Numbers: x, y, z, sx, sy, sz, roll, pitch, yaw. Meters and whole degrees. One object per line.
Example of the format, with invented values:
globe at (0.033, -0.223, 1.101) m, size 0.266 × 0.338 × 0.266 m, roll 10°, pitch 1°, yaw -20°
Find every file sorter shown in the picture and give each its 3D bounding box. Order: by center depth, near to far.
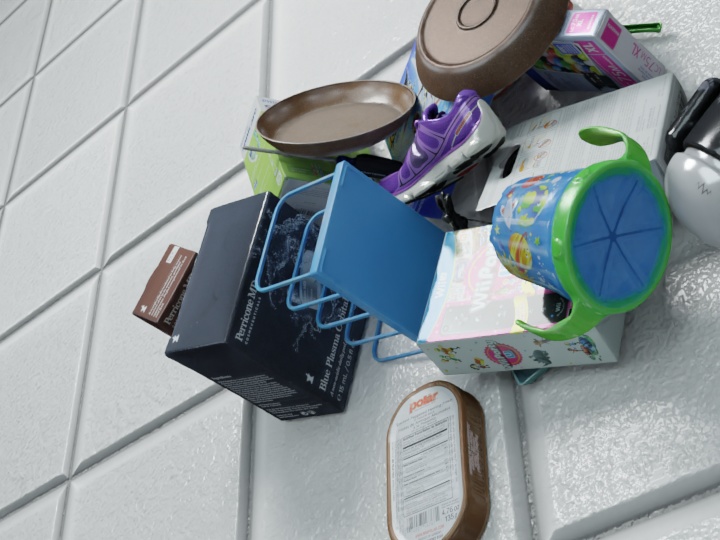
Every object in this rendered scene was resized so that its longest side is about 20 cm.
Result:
file sorter at (0.000, 0.000, 1.328) m, size 0.122 × 0.199 × 0.140 m, roll -17°, pitch 50°, yaw 45°

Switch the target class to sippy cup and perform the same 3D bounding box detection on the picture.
sippy cup at (0.193, -0.035, 1.086) m, size 0.177 × 0.140 × 0.130 m, roll -39°, pitch 24°, yaw -25°

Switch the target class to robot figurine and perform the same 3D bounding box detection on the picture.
robot figurine at (0.363, -0.111, 1.058) m, size 0.201 × 0.124 × 0.150 m, roll -53°, pitch 12°, yaw 4°

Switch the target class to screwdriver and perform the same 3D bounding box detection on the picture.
screwdriver at (-0.045, -0.136, 1.435) m, size 0.029 × 0.198 × 0.028 m, roll 150°, pitch 129°, yaw -79°

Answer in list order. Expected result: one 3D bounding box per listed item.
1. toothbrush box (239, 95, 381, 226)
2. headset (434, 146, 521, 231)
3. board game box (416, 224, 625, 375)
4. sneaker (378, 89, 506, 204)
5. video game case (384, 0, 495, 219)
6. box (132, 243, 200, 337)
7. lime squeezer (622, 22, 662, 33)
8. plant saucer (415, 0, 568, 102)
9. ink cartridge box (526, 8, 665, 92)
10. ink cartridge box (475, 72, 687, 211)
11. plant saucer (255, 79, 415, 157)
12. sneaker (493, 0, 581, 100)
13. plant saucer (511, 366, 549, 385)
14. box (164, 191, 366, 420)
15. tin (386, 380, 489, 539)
toothbrush box at (-0.063, -0.130, 1.531) m, size 0.201 × 0.144 × 0.087 m, roll -112°, pitch 38°, yaw -48°
headset at (0.184, -0.090, 1.266) m, size 0.199 × 0.094 × 0.124 m, roll -24°, pitch 40°, yaw 18°
board game box at (0.168, 0.022, 1.198) m, size 0.199 × 0.064 × 0.149 m, roll -10°, pitch 49°, yaw 36°
sneaker at (0.083, -0.136, 1.316) m, size 0.200 × 0.080 × 0.084 m, roll -36°, pitch 79°, yaw 47°
video game case at (0.091, -0.197, 1.430) m, size 0.182 × 0.045 × 0.201 m, roll -106°, pitch 30°, yaw -49°
box at (-0.173, 0.061, 1.475) m, size 0.075 × 0.199 × 0.101 m, roll 13°, pitch 72°, yaw 53°
lime squeezer at (0.244, -0.283, 1.354) m, size 0.198 × 0.071 × 0.038 m, roll 18°, pitch 95°, yaw 15°
plant saucer at (0.135, -0.280, 1.306) m, size 0.199 × 0.034 × 0.202 m, roll -24°, pitch 48°, yaw 30°
ink cartridge box at (0.227, -0.243, 1.319) m, size 0.199 × 0.119 × 0.042 m, roll 17°, pitch 79°, yaw 53°
ink cartridge box at (0.230, -0.116, 1.218) m, size 0.199 × 0.050 × 0.163 m, roll -18°, pitch 31°, yaw 34°
plant saucer at (-0.028, -0.182, 1.438) m, size 0.198 × 0.032 × 0.201 m, roll -10°, pitch 27°, yaw 5°
sneaker at (0.159, -0.288, 1.436) m, size 0.200 × 0.115 × 0.079 m, roll -39°, pitch 38°, yaw 20°
plant saucer at (0.165, 0.038, 1.259) m, size 0.070 × 0.019 × 0.201 m, roll -43°, pitch 37°, yaw 17°
box at (-0.100, 0.047, 1.402) m, size 0.117 × 0.199 × 0.198 m, roll -13°, pitch 54°, yaw 43°
tin at (0.077, 0.205, 1.213) m, size 0.111 × 0.042 × 0.201 m, roll -26°, pitch 45°, yaw 29°
